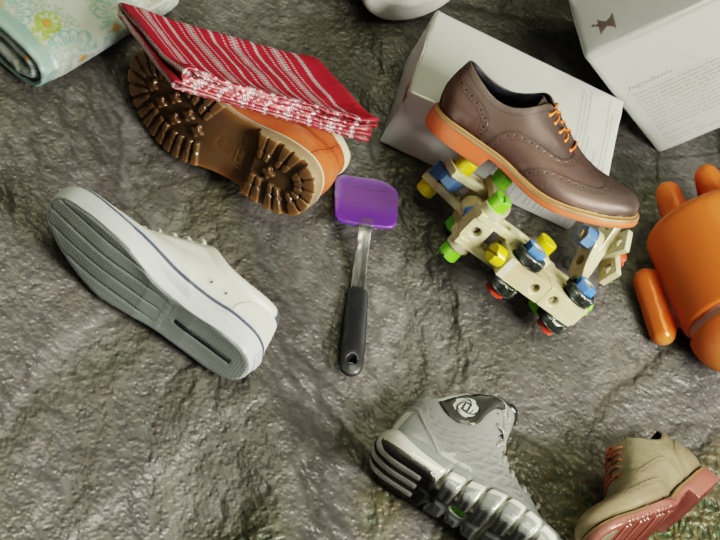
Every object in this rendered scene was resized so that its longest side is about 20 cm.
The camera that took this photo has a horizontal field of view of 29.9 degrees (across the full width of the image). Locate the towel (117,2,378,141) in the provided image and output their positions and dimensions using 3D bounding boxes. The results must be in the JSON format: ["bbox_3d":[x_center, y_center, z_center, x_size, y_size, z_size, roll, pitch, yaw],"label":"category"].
[{"bbox_3d":[-0.092,-0.167,1.123,0.199,0.023,0.145,11,26,-37],"label":"towel"}]

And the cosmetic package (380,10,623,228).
[{"bbox_3d":[0.130,-0.137,1.229,0.199,0.081,0.113,25,53,-6],"label":"cosmetic package"}]

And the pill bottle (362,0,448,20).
[{"bbox_3d":[0.024,-0.351,1.298,0.110,0.111,0.201,-7,63,-26],"label":"pill bottle"}]

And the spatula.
[{"bbox_3d":[0.000,0.000,1.123,0.056,0.021,0.201,7,59,-4],"label":"spatula"}]

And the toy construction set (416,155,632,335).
[{"bbox_3d":[0.145,-0.021,1.165,0.199,0.092,0.131,20,29,-20],"label":"toy construction set"}]

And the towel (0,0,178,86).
[{"bbox_3d":[-0.280,-0.262,1.153,0.200,0.048,0.171,43,54,7],"label":"towel"}]

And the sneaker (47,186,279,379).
[{"bbox_3d":[-0.150,0.001,1.038,0.200,0.073,0.071,41,43,-6],"label":"sneaker"}]

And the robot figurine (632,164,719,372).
[{"bbox_3d":[0.330,0.006,1.201,0.143,0.117,0.201,-6,63,-26],"label":"robot figurine"}]

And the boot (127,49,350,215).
[{"bbox_3d":[-0.101,-0.127,1.141,0.199,0.075,0.107,36,33,8],"label":"boot"}]

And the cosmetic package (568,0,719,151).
[{"bbox_3d":[0.303,-0.249,1.268,0.200,0.164,0.166,35,39,-52],"label":"cosmetic package"}]

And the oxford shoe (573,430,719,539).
[{"bbox_3d":[0.209,0.175,1.058,0.075,0.071,0.199,50,28,20],"label":"oxford shoe"}]

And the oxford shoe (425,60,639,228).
[{"bbox_3d":[0.155,-0.102,1.127,0.199,0.073,0.071,29,25,-4],"label":"oxford shoe"}]

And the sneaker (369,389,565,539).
[{"bbox_3d":[0.114,0.159,1.043,0.200,0.075,0.116,37,51,3],"label":"sneaker"}]
